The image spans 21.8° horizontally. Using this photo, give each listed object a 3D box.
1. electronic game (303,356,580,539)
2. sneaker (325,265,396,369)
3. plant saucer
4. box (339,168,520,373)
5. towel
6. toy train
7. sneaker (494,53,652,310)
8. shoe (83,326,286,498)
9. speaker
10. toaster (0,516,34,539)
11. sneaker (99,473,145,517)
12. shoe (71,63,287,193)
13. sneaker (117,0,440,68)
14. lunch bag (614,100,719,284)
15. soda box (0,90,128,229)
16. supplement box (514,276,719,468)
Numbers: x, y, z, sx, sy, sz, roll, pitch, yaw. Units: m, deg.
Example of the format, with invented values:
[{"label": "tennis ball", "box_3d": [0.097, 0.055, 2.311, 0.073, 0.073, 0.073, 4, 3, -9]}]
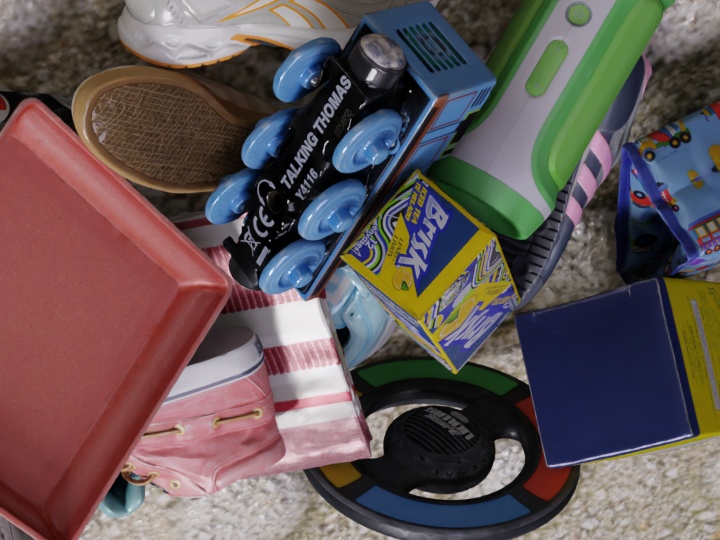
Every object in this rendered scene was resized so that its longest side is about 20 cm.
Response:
[{"label": "electronic game", "box_3d": [0.055, 0.123, 1.311, 0.199, 0.200, 0.042, -6, 124, -17]}, {"label": "sneaker", "box_3d": [0.000, 0.000, 1.245, 0.082, 0.074, 0.201, -42, 154, -47]}, {"label": "plant saucer", "box_3d": [-0.191, 0.033, 1.092, 0.200, 0.037, 0.200, 45, 70, -40]}, {"label": "box", "box_3d": [0.048, 0.005, 1.149, 0.070, 0.064, 0.200, -48, 166, -3]}, {"label": "towel", "box_3d": [-0.084, 0.049, 1.234, 0.143, 0.023, 0.201, -10, 117, 13]}, {"label": "toy train", "box_3d": [-0.010, -0.064, 1.092, 0.114, 0.087, 0.200, -18, 151, -42]}, {"label": "sneaker", "box_3d": [0.140, -0.060, 1.250, 0.082, 0.070, 0.201, -1, 122, -48]}, {"label": "shoe", "box_3d": [-0.149, 0.109, 1.198, 0.199, 0.071, 0.091, -17, 108, -5]}, {"label": "speaker", "box_3d": [0.120, -0.122, 1.142, 0.088, 0.088, 0.201, 36, 82, -41]}, {"label": "toaster", "box_3d": [-0.310, 0.207, 1.285, 0.199, 0.114, 0.129, -19, 149, -6]}, {"label": "sneaker", "box_3d": [-0.174, 0.086, 1.263, 0.077, 0.086, 0.201, -17, 134, -6]}, {"label": "shoe", "box_3d": [-0.102, -0.082, 1.131, 0.200, 0.053, 0.070, 12, 100, -48]}, {"label": "sneaker", "box_3d": [-0.043, -0.177, 1.088, 0.199, 0.076, 0.092, -11, 129, -15]}, {"label": "lunch bag", "box_3d": [0.259, -0.044, 1.302, 0.150, 0.094, 0.200, -26, 162, -7]}, {"label": "soda box", "box_3d": [-0.241, -0.065, 1.114, 0.199, 0.063, 0.071, 1, 128, -24]}, {"label": "supplement box", "box_3d": [0.205, 0.071, 1.314, 0.108, 0.110, 0.200, -16, 170, 28]}]
